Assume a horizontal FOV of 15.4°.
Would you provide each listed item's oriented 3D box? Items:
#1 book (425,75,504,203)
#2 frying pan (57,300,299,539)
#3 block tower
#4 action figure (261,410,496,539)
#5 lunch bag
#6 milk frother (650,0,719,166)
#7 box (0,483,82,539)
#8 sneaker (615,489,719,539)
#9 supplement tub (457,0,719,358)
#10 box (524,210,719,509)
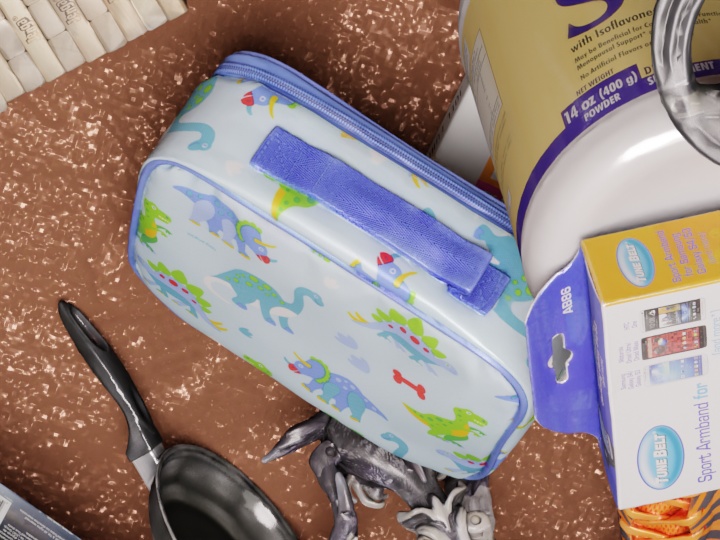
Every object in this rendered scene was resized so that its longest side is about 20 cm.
[{"bbox_3d":[0.100,-0.048,1.224,0.133,0.048,0.201,22,111,-9],"label":"book"},{"bbox_3d":[-0.085,0.109,1.233,0.031,0.115,0.190,-39,112,19],"label":"frying pan"},{"bbox_3d":[-0.088,-0.142,1.154,0.199,0.054,0.058,-28,113,6],"label":"block tower"},{"bbox_3d":[0.026,0.122,1.249,0.118,0.200,0.102,-20,156,-23],"label":"action figure"},{"bbox_3d":[0.000,0.000,1.148,0.200,0.161,0.083,31,68,6],"label":"lunch bag"},{"bbox_3d":[0.150,-0.154,0.965,0.180,0.188,0.201,12,112,35],"label":"milk frother"},{"bbox_3d":[-0.142,0.168,1.248,0.200,0.137,0.040,38,62,-19],"label":"box"},{"bbox_3d":[0.145,0.124,1.222,0.077,0.112,0.200,7,149,21],"label":"sneaker"},{"bbox_3d":[0.118,-0.073,1.066,0.145,0.200,0.146,-7,134,-7],"label":"supplement tub"},{"bbox_3d":[0.163,0.025,1.002,0.199,0.042,0.119,-14,135,-3],"label":"box"}]
